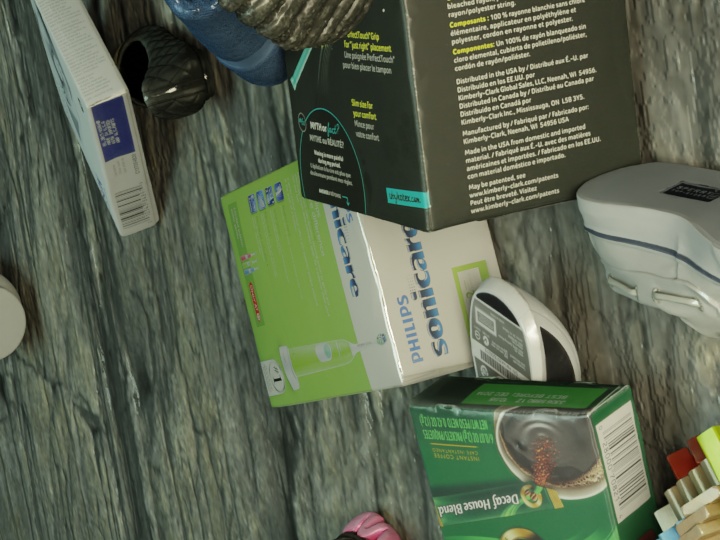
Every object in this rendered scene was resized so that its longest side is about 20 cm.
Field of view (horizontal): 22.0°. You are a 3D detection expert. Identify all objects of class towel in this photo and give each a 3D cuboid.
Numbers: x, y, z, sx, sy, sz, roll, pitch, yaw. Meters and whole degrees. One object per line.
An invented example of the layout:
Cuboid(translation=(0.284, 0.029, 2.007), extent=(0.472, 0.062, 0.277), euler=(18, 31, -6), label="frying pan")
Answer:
Cuboid(translation=(-0.071, -0.163, 0.970), extent=(0.200, 0.048, 0.112), euler=(32, -128, -81), label="towel")

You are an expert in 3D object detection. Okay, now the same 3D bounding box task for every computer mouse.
Cuboid(translation=(0.101, 0.093, 1.038), extent=(0.110, 0.044, 0.201), euler=(39, 140, 54), label="computer mouse")

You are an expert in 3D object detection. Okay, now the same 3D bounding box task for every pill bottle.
Cuboid(translation=(-0.436, 0.046, 2.035), extent=(0.200, 0.111, 0.111), euler=(13, 114, 62), label="pill bottle")

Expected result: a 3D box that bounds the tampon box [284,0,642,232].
Cuboid(translation=(0.043, -0.136, 0.938), extent=(0.150, 0.126, 0.201), euler=(20, 120, 62), label="tampon box")

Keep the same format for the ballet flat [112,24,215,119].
Cuboid(translation=(-0.166, -0.154, 1.435), extent=(0.200, 0.057, 0.067), euler=(-159, 57, -67), label="ballet flat")

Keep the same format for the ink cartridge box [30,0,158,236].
Cuboid(translation=(-0.230, -0.159, 1.533), extent=(0.200, 0.041, 0.200), euler=(86, 160, -60), label="ink cartridge box")

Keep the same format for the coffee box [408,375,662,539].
Cuboid(translation=(0.105, 0.156, 0.987), extent=(0.123, 0.044, 0.201), euler=(1, 112, 41), label="coffee box")

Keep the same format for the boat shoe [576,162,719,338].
Cuboid(translation=(0.169, -0.002, 0.829), extent=(0.200, 0.073, 0.066), euler=(31, 140, 65), label="boat shoe")

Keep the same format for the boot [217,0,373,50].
Cuboid(translation=(0.039, -0.157, 0.797), extent=(0.158, 0.211, 0.080), euler=(-51, 47, 24), label="boot")

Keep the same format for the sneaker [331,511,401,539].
Cuboid(translation=(0.013, 0.227, 1.225), extent=(0.200, 0.095, 0.079), euler=(21, 119, 58), label="sneaker")

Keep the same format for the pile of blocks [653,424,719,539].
Cuboid(translation=(0.164, 0.103, 0.864), extent=(0.062, 0.082, 0.200), euler=(65, 153, 22), label="pile of blocks")

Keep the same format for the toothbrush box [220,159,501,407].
Cuboid(translation=(0.000, 0.000, 1.145), extent=(0.200, 0.086, 0.146), euler=(-19, 85, 65), label="toothbrush box")
